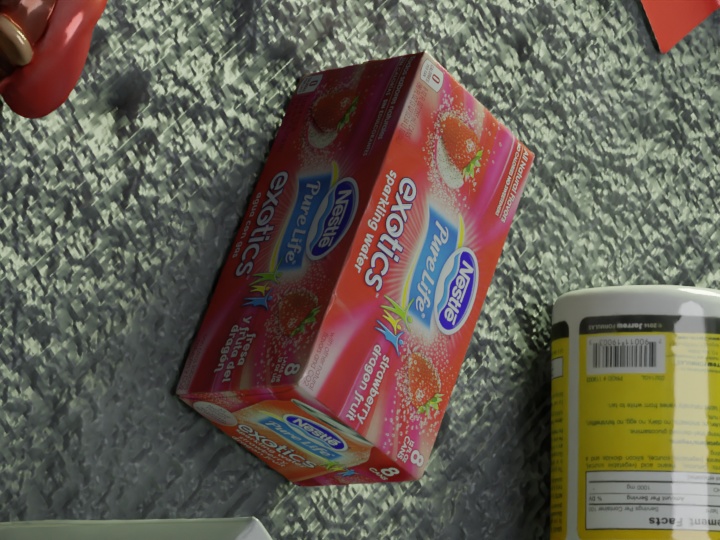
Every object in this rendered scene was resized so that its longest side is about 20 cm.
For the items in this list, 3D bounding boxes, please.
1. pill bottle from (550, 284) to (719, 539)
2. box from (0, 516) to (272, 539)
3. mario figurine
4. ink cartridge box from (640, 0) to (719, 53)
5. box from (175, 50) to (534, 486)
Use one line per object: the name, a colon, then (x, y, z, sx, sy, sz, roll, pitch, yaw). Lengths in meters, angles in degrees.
pill bottle: (0.161, 0.113, 1.628, 0.112, 0.112, 0.201, 8, 80, -44)
box: (-0.093, 0.223, 1.302, 0.199, 0.200, 0.131, 56, 52, -24)
mario figurine: (-0.201, -0.141, 1.327, 0.124, 0.106, 0.200, -52, 129, -21)
ink cartridge box: (0.222, -0.247, 1.778, 0.200, 0.050, 0.161, -41, 113, -42)
box: (0.000, 0.000, 1.494, 0.100, 0.095, 0.201, 40, 59, -35)
